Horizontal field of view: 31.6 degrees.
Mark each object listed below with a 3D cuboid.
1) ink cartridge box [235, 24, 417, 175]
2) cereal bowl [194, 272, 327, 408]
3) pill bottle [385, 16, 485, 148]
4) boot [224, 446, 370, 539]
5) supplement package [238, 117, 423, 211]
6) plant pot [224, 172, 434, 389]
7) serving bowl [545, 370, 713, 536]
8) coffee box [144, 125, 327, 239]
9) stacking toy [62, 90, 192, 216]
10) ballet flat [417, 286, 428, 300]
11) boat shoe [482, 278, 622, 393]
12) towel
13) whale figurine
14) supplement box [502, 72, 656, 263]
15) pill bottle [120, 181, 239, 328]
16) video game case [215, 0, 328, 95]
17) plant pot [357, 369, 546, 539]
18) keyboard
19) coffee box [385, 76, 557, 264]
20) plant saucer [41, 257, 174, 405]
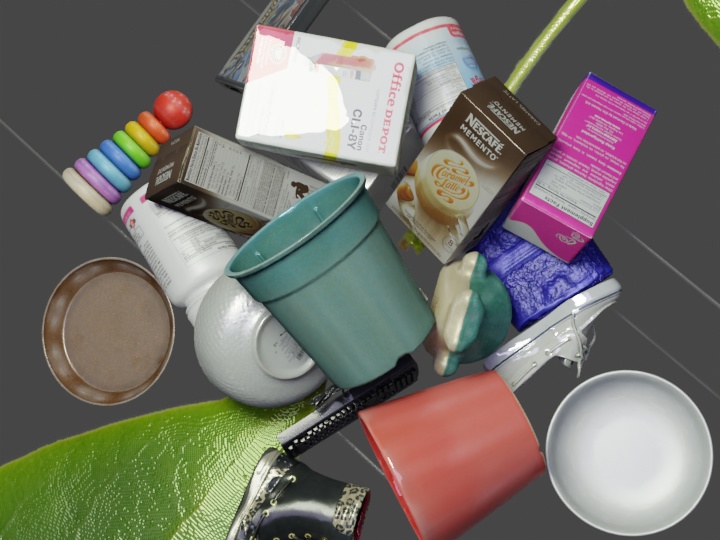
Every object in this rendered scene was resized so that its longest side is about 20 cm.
[{"bbox_3d":[-0.039,-0.208,1.556,0.200,0.083,0.145,11,88,2],"label":"ink cartridge box"},{"bbox_3d":[-0.105,0.082,1.612,0.200,0.083,0.200,-4,100,-24],"label":"cereal bowl"},{"bbox_3d":[0.116,-0.220,1.656,0.109,0.109,0.200,-25,78,6],"label":"pill bottle"},{"bbox_3d":[-0.086,0.343,1.622,0.154,0.073,0.204,17,78,14],"label":"boot"},{"bbox_3d":[-0.036,-0.180,1.672,0.200,0.120,0.121,35,89,13],"label":"supplement package"},{"bbox_3d":[-0.025,0.021,1.507,0.200,0.200,0.196,-33,104,4],"label":"plant pot"},{"bbox_3d":[0.330,0.225,1.569,0.200,0.066,0.200,-1,81,10],"label":"serving bowl"},{"bbox_3d":[-0.157,-0.101,1.621,0.200,0.113,0.080,22,72,-26],"label":"coffee box"},{"bbox_3d":[-0.313,-0.172,1.749,0.085,0.085,0.200,43,87,14],"label":"stacking toy"},{"bbox_3d":[0.000,0.000,1.668,0.200,0.064,0.076,29,88,14],"label":"ballet flat"},{"bbox_3d":[0.257,0.095,1.598,0.202,0.075,0.086,-35,77,7],"label":"boat shoe"},{"bbox_3d":[0.212,-0.040,1.640,0.148,0.050,0.200,-33,77,4],"label":"towel"},{"bbox_3d":[0.138,0.059,1.559,0.104,0.200,0.159,16,92,-1],"label":"whale figurine"},{"bbox_3d":[0.271,-0.126,1.582,0.103,0.101,0.200,31,72,3],"label":"supplement box"},{"bbox_3d":[-0.223,-0.021,1.688,0.113,0.113,0.200,-33,77,4],"label":"pill bottle"},{"bbox_3d":[-0.110,-0.321,1.689,0.025,0.181,0.200,37,89,-22],"label":"video game case"},{"bbox_3d":[0.117,0.222,1.554,0.177,0.200,0.201,-26,77,-5],"label":"plant pot"},{"bbox_3d":[-0.015,0.166,1.597,0.200,0.127,0.021,-32,60,-7],"label":"keyboard"},{"bbox_3d":[0.132,-0.121,1.548,0.114,0.080,0.200,46,131,14],"label":"coffee box"},{"bbox_3d":[-0.337,0.083,1.725,0.200,0.034,0.200,-2,84,18],"label":"plant saucer"}]
